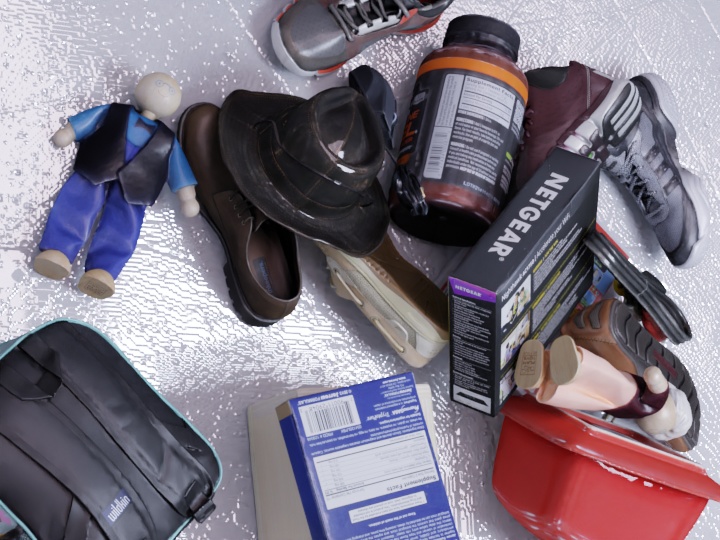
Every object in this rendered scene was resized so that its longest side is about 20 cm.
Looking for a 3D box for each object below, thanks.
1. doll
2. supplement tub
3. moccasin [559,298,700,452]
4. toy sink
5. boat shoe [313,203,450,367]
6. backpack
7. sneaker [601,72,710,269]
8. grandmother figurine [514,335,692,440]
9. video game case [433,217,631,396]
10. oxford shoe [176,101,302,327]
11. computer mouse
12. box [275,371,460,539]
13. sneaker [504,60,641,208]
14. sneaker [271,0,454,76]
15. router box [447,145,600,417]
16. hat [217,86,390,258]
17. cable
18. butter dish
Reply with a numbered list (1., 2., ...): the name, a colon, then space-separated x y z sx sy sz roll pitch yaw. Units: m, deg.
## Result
1. doll: -0.197 -0.076 1.527 0.136 0.048 0.201 24 67 -10
2. supplement tub: 0.093 -0.130 1.672 0.107 0.107 0.201 23 67 -23
3. moccasin: 0.256 0.106 1.727 0.201 0.077 0.074 41 47 -37
4. toy sink: -0.008 0.202 1.532 0.130 0.112 0.201 1 78 -29
5. boat shoe: 0.000 0.000 1.607 0.200 0.065 0.072 45 33 5
6. backpack: -0.230 0.143 1.396 0.176 0.153 0.200 -48 112 -31
7. sneaker: 0.264 -0.093 1.781 0.113 0.075 0.201 -7 76 -30
8. grandmother figurine: 0.221 0.109 1.619 0.199 0.121 0.061 23 76 -40
9. video game case: 0.159 0.006 1.728 0.143 0.017 0.200 45 61 -13
10. oxford shoe: -0.094 -0.056 1.562 0.072 0.084 0.201 -24 88 -27
11. computer mouse: 0.031 -0.116 1.611 0.034 0.059 0.201 -15 46 -8
12. box: 0.014 0.190 1.463 0.121 0.032 0.201 -10 77 -31
13. sneaker: 0.164 -0.115 1.722 0.200 0.115 0.076 -48 146 -8
14. sneaker: 0.008 -0.240 1.663 0.199 0.082 0.077 -28 92 -32
15. router box: 0.145 0.008 1.612 0.051 0.150 0.200 21 47 24
16. hat: -0.030 -0.110 1.565 0.200 0.081 0.201 29 32 -20
17. cable: 0.250 0.025 1.689 0.097 0.050 0.200 58 15 24
18. butter dish: 0.199 0.208 1.628 0.199 0.200 0.149 19 92 -24
